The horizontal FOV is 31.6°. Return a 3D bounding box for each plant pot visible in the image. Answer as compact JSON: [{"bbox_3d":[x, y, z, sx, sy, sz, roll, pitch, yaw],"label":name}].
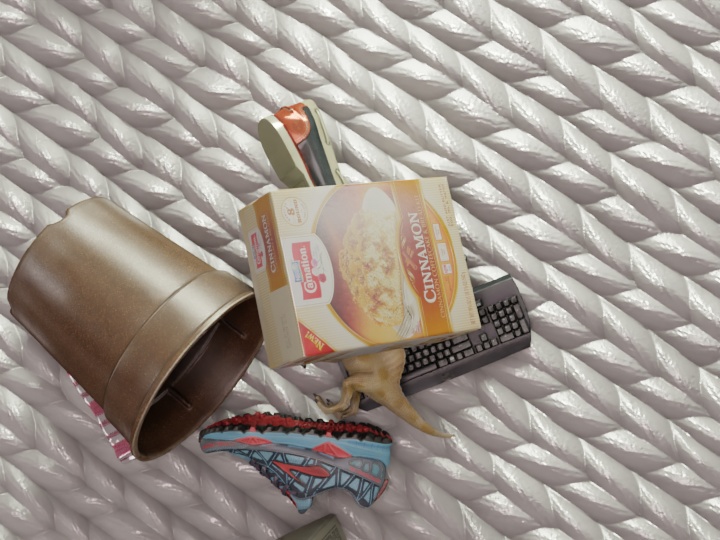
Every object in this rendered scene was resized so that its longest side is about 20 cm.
[{"bbox_3d":[-0.221,0.045,1.236,0.198,0.200,0.201,36,96,15],"label":"plant pot"}]

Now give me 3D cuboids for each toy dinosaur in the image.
[{"bbox_3d":[0.006,0.109,1.266,0.101,0.058,0.201,-33,92,8],"label":"toy dinosaur"}]

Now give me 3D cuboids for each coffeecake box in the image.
[{"bbox_3d":[0.000,0.000,1.199,0.199,0.073,0.155,-7,81,-32],"label":"coffeecake box"}]

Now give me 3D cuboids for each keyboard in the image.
[{"bbox_3d":[0.066,0.052,1.290,0.199,0.021,0.128,-23,87,8],"label":"keyboard"}]

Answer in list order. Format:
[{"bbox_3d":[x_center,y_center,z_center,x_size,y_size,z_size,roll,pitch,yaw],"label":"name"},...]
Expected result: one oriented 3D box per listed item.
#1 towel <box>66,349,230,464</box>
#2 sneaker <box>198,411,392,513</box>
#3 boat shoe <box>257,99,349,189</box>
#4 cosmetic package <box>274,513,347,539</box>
[{"bbox_3d":[-0.244,0.083,1.336,0.146,0.030,0.201,-34,85,7],"label":"towel"},{"bbox_3d":[-0.070,0.198,1.284,0.198,0.079,0.096,5,93,9],"label":"sneaker"},{"bbox_3d":[-0.034,-0.075,1.285,0.062,0.071,0.201,-28,93,-30],"label":"boat shoe"},{"bbox_3d":[-0.061,0.314,1.222,0.087,0.200,0.104,-25,85,9],"label":"cosmetic package"}]
